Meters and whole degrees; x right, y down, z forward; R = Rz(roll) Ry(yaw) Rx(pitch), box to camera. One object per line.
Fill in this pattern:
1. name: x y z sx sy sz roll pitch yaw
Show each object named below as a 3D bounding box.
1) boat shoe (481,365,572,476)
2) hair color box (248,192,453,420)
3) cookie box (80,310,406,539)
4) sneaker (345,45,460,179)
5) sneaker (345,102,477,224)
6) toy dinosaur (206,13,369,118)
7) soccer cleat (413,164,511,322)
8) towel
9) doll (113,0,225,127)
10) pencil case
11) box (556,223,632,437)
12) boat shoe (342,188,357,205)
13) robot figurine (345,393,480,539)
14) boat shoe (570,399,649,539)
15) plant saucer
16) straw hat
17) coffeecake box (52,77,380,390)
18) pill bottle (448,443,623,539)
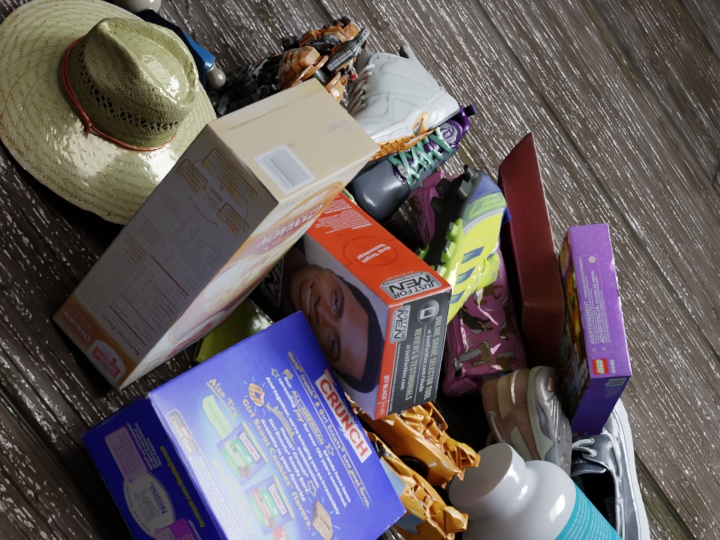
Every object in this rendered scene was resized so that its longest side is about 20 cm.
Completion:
1. boat shoe: 0.148 0.155 1.437 0.201 0.071 0.076 75 20 -43
2. hair color box: -0.017 0.011 1.204 0.061 0.102 0.200 -15 37 -32
3. cookie box: -0.073 0.141 1.102 0.172 0.075 0.200 62 31 1
4. sneaker: 0.009 -0.143 1.407 0.092 0.075 0.200 56 30 0
5. sneaker: 0.045 -0.112 1.507 0.075 0.087 0.200 54 32 -11
6. toy dinosaur: -0.059 -0.155 1.343 0.200 0.135 0.103 -24 86 -59
7. soccer cleat: 0.086 -0.005 1.354 0.084 0.064 0.201 44 42 -21
8. towel: -0.051 0.096 1.270 0.200 0.018 0.087 43 35 -28
9. doll: -0.160 -0.150 1.273 0.136 0.048 0.202 9 59 -45
10. pencil case: 0.097 0.011 1.463 0.087 0.082 0.202 118 -37 -78
11. box: 0.201 0.059 1.445 0.200 0.039 0.138 90 -5 -69
12. boat shoe: 0.002 -0.001 1.373 0.202 0.072 0.060 51 37 -11
13. robot figurine: 0.011 0.122 1.270 0.200 0.058 0.146 47 34 -23
14. boat shoe: 0.222 0.188 1.555 0.068 0.071 0.202 9 66 -54
15. plant saucer: 0.156 0.006 1.537 0.201 0.036 0.201 89 -5 -57
16. straw hat: -0.166 -0.137 1.170 0.200 0.085 0.203 17 57 -28
17. coffeecake box: -0.099 -0.026 1.112 0.073 0.200 0.153 47 31 5
18. pill bottle: 0.162 0.240 1.378 0.200 0.110 0.111 49 33 -21
